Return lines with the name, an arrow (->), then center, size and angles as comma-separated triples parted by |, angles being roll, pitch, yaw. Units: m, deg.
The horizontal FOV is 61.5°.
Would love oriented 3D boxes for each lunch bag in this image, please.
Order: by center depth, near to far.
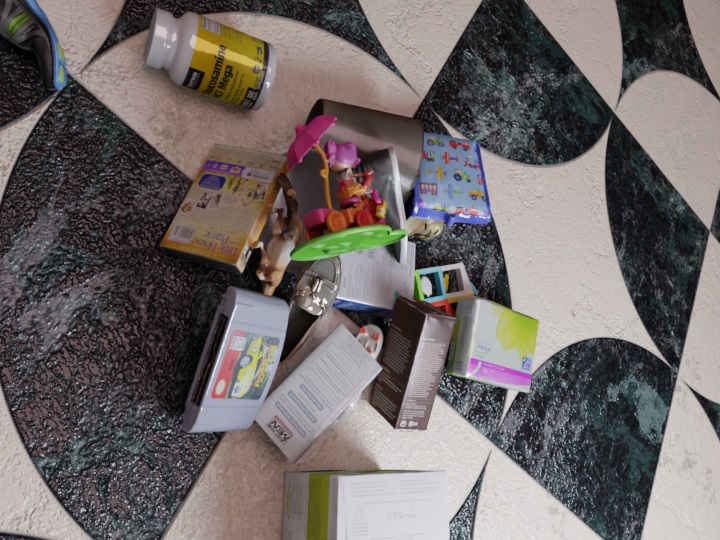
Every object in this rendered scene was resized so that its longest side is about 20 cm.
lunch bag -> 0.160, -0.161, 1.139 | 0.146, 0.096, 0.204 | 7, 45, -11

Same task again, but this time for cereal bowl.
cereal bowl -> -0.080, -0.094, 1.004 | 0.083, 0.195, 0.207 | 4, 73, -67

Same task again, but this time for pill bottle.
pill bottle -> -0.244, -0.345, 0.986 | 0.195, 0.112, 0.116 | 12, 72, -29

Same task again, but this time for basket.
basket -> -0.002, -0.221, 1.102 | 0.195, 0.135, 0.186 | 14, 84, -24

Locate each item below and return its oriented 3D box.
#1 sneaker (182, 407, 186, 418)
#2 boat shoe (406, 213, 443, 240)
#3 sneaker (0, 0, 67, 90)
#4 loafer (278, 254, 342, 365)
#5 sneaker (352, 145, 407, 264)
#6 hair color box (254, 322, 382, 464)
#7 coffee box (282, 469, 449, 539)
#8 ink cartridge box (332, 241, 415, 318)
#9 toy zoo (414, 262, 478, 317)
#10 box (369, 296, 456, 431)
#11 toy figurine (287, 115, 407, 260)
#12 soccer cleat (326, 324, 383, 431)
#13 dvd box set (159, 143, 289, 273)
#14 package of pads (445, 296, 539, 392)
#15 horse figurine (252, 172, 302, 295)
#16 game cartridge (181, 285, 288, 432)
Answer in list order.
sneaker -> -0.211, 0.134, 0.928 | 0.198, 0.059, 0.106 | -36, 98, -37
boat shoe -> 0.137, -0.099, 1.193 | 0.198, 0.074, 0.067 | -35, 92, -33
sneaker -> -0.487, -0.345, 0.865 | 0.082, 0.071, 0.203 | -32, 95, -19
loafer -> -0.085, 0.063, 0.947 | 0.070, 0.203, 0.063 | 26, 23, -7
sneaker -> 0.028, -0.104, 1.050 | 0.096, 0.071, 0.206 | -10, 106, 1
hair color box -> -0.068, 0.193, 0.954 | 0.099, 0.061, 0.200 | 44, 75, 8
coffee box -> 0.003, 0.409, 0.913 | 0.194, 0.196, 0.207 | 9, 72, -29
ink cartridge box -> 0.000, 0.000, 1.080 | 0.195, 0.076, 0.141 | 14, 70, -31
toy zoo -> 0.163, 0.059, 1.203 | 0.195, 0.020, 0.136 | -8, 83, -33
box -> 0.088, 0.159, 1.041 | 0.073, 0.100, 0.206 | 8, 101, -29
toy figurine -> -0.029, -0.127, 0.867 | 0.196, 0.148, 0.190 | -7, 81, -42
soccer cleat -> -0.017, 0.187, 1.035 | 0.068, 0.078, 0.203 | 28, 75, 16
dvd box set -> -0.208, -0.102, 0.946 | 0.030, 0.142, 0.205 | 66, 40, -58
package of pads -> 0.267, 0.146, 1.205 | 0.196, 0.067, 0.160 | 18, 79, -33
horse figurine -> -0.127, -0.041, 0.921 | 0.048, 0.133, 0.205 | 13, 70, 8
game cartridge -> -0.171, 0.131, 0.864 | 0.132, 0.040, 0.206 | 18, 91, -60
